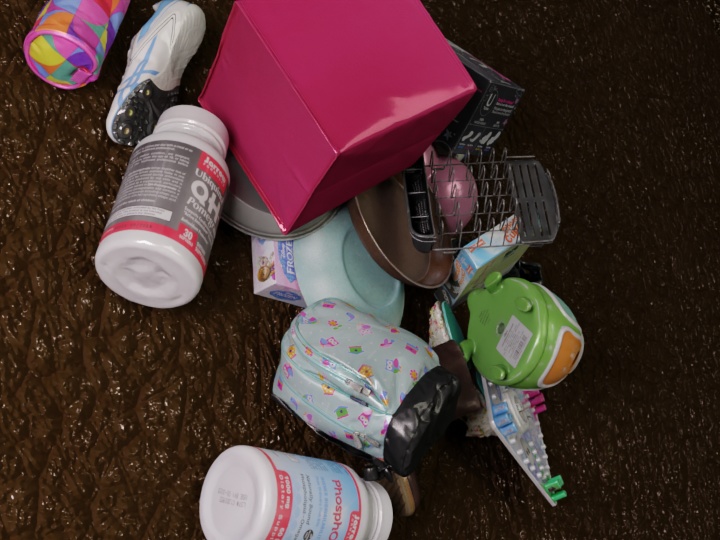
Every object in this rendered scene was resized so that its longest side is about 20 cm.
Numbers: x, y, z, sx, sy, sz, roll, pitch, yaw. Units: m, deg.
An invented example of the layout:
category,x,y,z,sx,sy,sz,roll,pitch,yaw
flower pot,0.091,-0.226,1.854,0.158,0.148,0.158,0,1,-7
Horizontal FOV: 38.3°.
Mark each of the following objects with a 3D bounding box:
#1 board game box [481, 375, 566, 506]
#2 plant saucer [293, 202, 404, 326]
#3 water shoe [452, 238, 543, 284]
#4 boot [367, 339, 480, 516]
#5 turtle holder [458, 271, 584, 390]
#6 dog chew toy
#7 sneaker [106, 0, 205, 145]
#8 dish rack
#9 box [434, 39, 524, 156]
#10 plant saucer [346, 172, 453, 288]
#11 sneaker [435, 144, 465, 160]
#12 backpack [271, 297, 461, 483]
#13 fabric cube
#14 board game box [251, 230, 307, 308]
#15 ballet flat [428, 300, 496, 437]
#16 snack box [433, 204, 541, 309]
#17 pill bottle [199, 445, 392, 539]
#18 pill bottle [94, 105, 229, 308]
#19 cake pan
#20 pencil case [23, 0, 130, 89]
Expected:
category,x,y,z,sx,sy,sz,roll,pitch,yaw
board game box,0.222,0.194,1.447,0.201,0.026,0.201,52,21,-34
plant saucer,0.000,0.000,1.272,0.200,0.038,0.204,26,54,-41
water shoe,0.198,-0.012,1.552,0.198,0.078,0.073,17,58,-45
boot,0.083,0.187,1.276,0.164,0.072,0.203,-9,69,-27
turtle holder,0.207,0.086,1.360,0.130,0.185,0.143,15,79,-30
dog chew toy,0.069,-0.133,1.433,0.200,0.124,0.125,43,42,-16
sneaker,-0.238,-0.221,1.162,0.072,0.071,0.202,65,39,-52
dish rack,0.150,-0.093,1.295,0.196,0.055,0.155,-3,57,-3
box,0.109,-0.262,1.462,0.199,0.116,0.132,39,22,23
plant saucer,0.044,-0.065,1.305,0.199,0.034,0.203,35,41,-38
sneaker,0.132,-0.271,1.607,0.111,0.076,0.202,-31,100,-46
backpack,0.002,0.124,1.154,0.198,0.128,0.166,27,25,19
fabric cube,-0.032,-0.195,1.144,0.198,0.200,0.198,-30,82,-29
board game box,-0.053,-0.049,1.299,0.198,0.041,0.203,17,58,-45
ballet flat,0.129,0.141,1.399,0.202,0.063,0.076,63,18,-6
snack box,0.171,-0.013,1.399,0.115,0.200,0.037,-32,78,-16
pill bottle,-0.061,0.249,1.078,0.198,0.108,0.110,20,57,-43
pill bottle,-0.197,-0.072,1.081,0.110,0.110,0.202,37,46,-32
cake pan,-0.103,-0.134,1.224,0.197,0.037,0.203,10,64,-20
pencil case,-0.287,-0.284,1.110,0.088,0.088,0.202,40,46,-29
